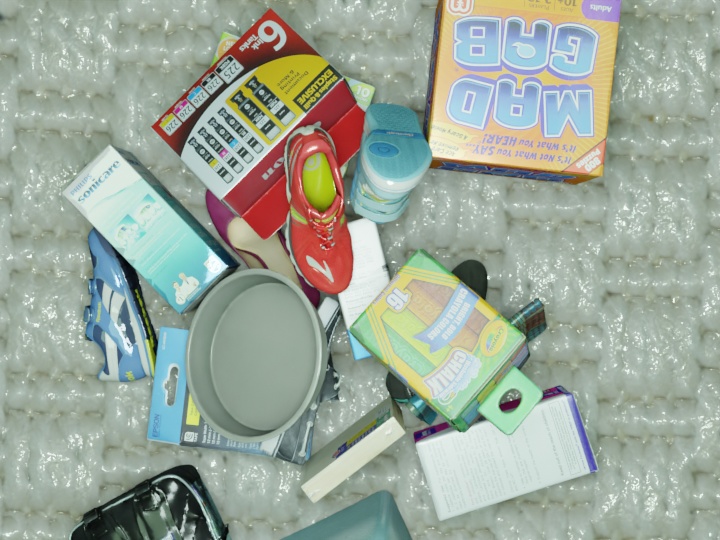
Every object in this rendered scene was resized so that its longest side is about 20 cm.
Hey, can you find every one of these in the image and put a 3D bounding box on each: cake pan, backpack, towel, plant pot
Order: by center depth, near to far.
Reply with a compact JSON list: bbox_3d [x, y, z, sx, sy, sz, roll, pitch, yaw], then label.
[{"bbox_3d":[-0.117,0.099,1.549,0.200,0.037,0.201,-5,80,34],"label":"cake pan"},{"bbox_3d":[-0.010,0.404,1.581,0.195,0.200,0.197,-26,91,0],"label":"plant pot"},{"bbox_3d":[0.143,0.113,1.603,0.200,0.147,0.022,-38,75,0],"label":"towel"},{"bbox_3d":[-0.232,0.354,1.604,0.177,0.151,0.201,-29,84,3],"label":"backpack"}]

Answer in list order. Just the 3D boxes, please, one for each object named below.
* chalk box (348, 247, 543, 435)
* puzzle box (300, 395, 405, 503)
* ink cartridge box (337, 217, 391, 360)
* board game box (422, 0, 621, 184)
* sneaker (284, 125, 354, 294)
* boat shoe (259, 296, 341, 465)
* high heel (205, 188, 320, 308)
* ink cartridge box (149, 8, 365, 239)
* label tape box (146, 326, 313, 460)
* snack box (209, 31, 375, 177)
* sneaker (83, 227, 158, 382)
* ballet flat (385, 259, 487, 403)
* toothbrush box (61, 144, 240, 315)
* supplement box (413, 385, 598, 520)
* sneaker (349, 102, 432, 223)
[{"bbox_3d":[0.106,0.094,1.473,0.200,0.124,0.125,39,86,16],"label":"chalk box"},{"bbox_3d":[-0.008,0.208,1.577,0.133,0.200,0.025,-37,91,2],"label":"puzzle box"},{"bbox_3d":[0.000,0.000,1.614,0.068,0.116,0.201,-14,91,0],"label":"ink cartridge box"},{"bbox_3d":[0.180,-0.214,1.568,0.199,0.200,0.201,6,91,0],"label":"board game box"},{"bbox_3d":[-0.048,-0.061,1.499,0.077,0.085,0.201,-14,110,-8],"label":"sneaker"},{"bbox_3d":[-0.054,0.133,1.577,0.068,0.072,0.201,21,90,0],"label":"boat shoe"},{"bbox_3d":[-0.119,-0.029,1.623,0.067,0.096,0.200,-45,91,1],"label":"high heel"},{"bbox_3d":[-0.107,-0.167,1.551,0.200,0.084,0.176,-45,72,-1],"label":"ink cartridge box"},{"bbox_3d":[-0.152,0.149,1.644,0.199,0.066,0.144,7,90,2],"label":"label tape box"},{"bbox_3d":[-0.098,-0.190,1.642,0.199,0.053,0.143,20,89,1],"label":"snack box"},{"bbox_3d":[-0.308,0.044,1.638,0.082,0.074,0.201,-16,89,4],"label":"sneaker"},{"bbox_3d":[0.106,0.081,1.634,0.068,0.068,0.201,32,89,-26],"label":"ballet flat"},{"bbox_3d":[-0.247,-0.048,1.599,0.200,0.146,0.085,45,91,1],"label":"toothbrush box"},{"bbox_3d":[0.173,0.220,1.625,0.199,0.101,0.104,-19,91,0],"label":"supplement box"},{"bbox_3d":[0.031,-0.093,1.487,0.079,0.200,0.131,9,118,-2],"label":"sneaker"}]
